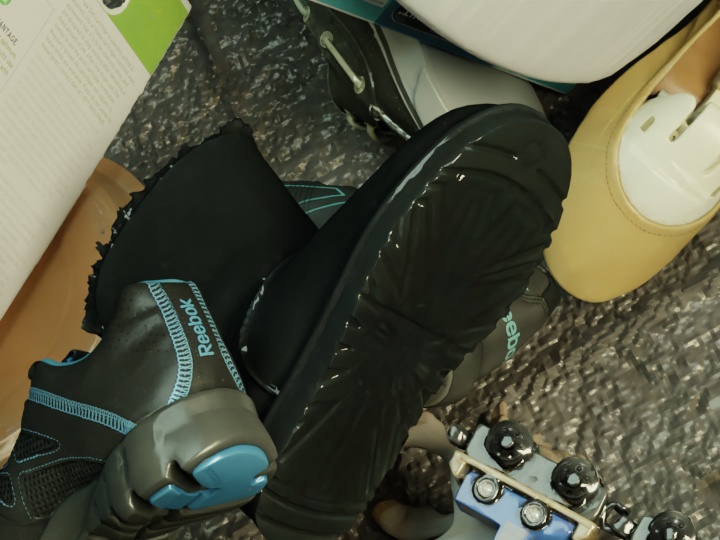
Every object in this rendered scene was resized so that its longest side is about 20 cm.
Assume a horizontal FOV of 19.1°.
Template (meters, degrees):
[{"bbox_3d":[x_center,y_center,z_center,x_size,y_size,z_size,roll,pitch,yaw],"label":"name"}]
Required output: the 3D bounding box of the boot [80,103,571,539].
[{"bbox_3d":[-0.022,-0.007,0.830,0.199,0.073,0.163,-58,41,12],"label":"boot"}]

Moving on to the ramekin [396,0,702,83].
[{"bbox_3d":[0.069,-0.172,0.875,0.098,0.199,0.202,-46,41,36],"label":"ramekin"}]

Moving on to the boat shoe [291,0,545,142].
[{"bbox_3d":[0.021,-0.092,0.970,0.064,0.070,0.201,-50,52,31],"label":"boat shoe"}]

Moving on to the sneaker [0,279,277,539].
[{"bbox_3d":[-0.103,0.078,0.810,0.200,0.073,0.083,-39,61,39],"label":"sneaker"}]

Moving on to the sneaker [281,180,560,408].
[{"bbox_3d":[0.000,0.000,0.922,0.079,0.076,0.199,-27,37,-31],"label":"sneaker"}]

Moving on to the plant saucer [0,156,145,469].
[{"bbox_3d":[-0.173,0.027,0.965,0.199,0.032,0.202,-14,54,19],"label":"plant saucer"}]

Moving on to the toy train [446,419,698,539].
[{"bbox_3d":[0.113,0.113,0.762,0.199,0.034,0.046,29,81,15],"label":"toy train"}]

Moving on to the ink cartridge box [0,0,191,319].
[{"bbox_3d":[-0.176,-0.086,0.928,0.075,0.148,0.201,15,64,35],"label":"ink cartridge box"}]

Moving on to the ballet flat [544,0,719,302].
[{"bbox_3d":[0.146,-0.073,0.878,0.201,0.069,0.063,-52,8,-14],"label":"ballet flat"}]

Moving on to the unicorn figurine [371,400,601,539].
[{"bbox_3d":[0.019,0.135,0.804,0.137,0.074,0.201,27,75,42],"label":"unicorn figurine"}]

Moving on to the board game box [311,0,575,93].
[{"bbox_3d":[0.026,-0.186,0.971,0.047,0.150,0.201,-47,40,36],"label":"board game box"}]
